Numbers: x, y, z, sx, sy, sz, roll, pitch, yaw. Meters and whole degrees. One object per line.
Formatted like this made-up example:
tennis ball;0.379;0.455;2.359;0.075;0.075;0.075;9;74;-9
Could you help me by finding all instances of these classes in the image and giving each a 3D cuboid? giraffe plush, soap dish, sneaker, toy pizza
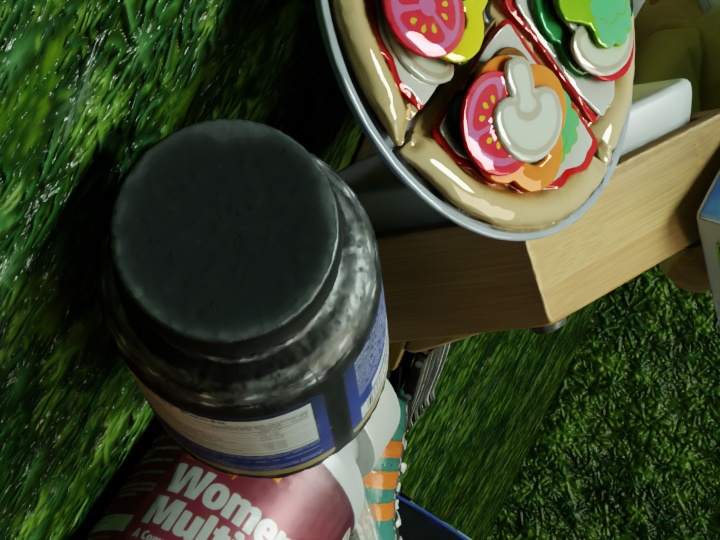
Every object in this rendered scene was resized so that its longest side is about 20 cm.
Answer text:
giraffe plush;0.157;-0.095;1.305;0.172;0.201;0.162;-24;-169;-31
soap dish;0.064;-0.024;1.132;0.157;0.082;0.199;-27;-168;-39
sneaker;-0.001;0.105;1.311;0.080;0.071;0.201;-32;123;-35
toy pizza;0.058;-0.113;0.985;0.032;0.201;0.200;-14;-150;43

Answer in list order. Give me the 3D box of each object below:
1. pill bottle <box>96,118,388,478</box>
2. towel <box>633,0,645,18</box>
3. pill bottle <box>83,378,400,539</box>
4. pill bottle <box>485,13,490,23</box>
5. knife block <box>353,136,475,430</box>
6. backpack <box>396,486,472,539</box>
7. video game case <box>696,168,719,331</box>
pill bottle;-0.045;0.012;0.945;0.112;0.111;0.200;-60;170;-13
towel;0.110;-0.157;1.258;0.201;0.023;0.144;-61;-146;35
pill bottle;-0.065;0.125;1.156;0.200;0.109;0.110;-56;169;-32
pill bottle;0.055;-0.121;1.115;0.110;0.109;0.200;-66;169;23
knife block;0.000;0.000;1.351;0.201;0.175;0.064;68;25;-12
backpack;-0.012;0.219;1.422;0.184;0.199;0.147;-59;170;-23
video game case;0.236;-0.042;1.179;0.201;0.045;0.182;-59;150;-27
